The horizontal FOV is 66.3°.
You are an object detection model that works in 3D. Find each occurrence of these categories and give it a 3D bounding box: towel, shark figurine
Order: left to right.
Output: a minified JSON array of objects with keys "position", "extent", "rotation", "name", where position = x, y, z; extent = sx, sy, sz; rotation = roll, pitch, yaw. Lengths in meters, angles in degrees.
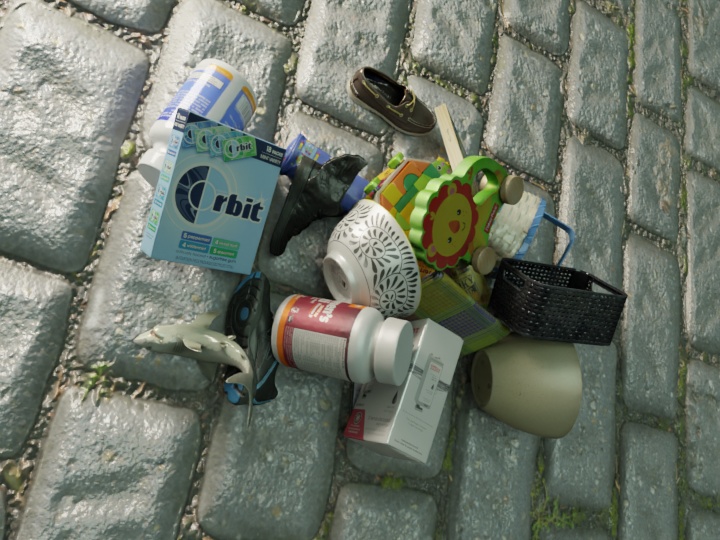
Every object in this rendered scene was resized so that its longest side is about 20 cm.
[{"position":[-0.210,0.137,0.802],"extent":[0.127,0.210,0.092],"rotation":[-29,135,-55],"name":"shark figurine"},{"position":[0.149,0.080,0.953],"extent":[0.198,0.142,0.023],"rotation":[36,44,-25],"name":"towel"}]

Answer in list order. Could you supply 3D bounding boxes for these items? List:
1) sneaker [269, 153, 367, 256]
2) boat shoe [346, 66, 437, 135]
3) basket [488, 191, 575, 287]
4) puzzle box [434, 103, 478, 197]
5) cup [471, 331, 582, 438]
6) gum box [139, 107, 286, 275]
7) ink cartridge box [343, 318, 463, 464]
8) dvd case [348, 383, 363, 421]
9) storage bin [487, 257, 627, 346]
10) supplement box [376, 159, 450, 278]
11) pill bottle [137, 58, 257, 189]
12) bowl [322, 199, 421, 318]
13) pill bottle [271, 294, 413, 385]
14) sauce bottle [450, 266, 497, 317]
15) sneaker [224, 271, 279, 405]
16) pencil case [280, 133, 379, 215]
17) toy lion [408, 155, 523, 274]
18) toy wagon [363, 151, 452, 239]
[{"position":[-0.070,-0.103,0.889],"extent":[0.102,0.060,0.204],"rotation":[21,103,-7],"name":"sneaker"},{"position":[0.070,-0.324,1.056],"extent":[0.196,0.059,0.074],"rotation":[24,69,-20],"name":"boat shoe"},{"position":[0.311,-0.061,1.072],"extent":[0.198,0.139,0.178],"rotation":[34,67,2],"name":"basket"},{"position":[0.186,-0.197,1.022],"extent":[0.134,0.025,0.204],"rotation":[53,23,-46],"name":"puzzle box"},{"position":[0.283,0.198,0.996],"extent":[0.139,0.200,0.207],"rotation":[2,78,-11],"name":"cup"},{"position":[-0.210,-0.107,0.805],"extent":[0.167,0.044,0.205],"rotation":[12,98,-46],"name":"gum box"},{"position":[0.068,0.189,0.884],"extent":[0.082,0.146,0.204],"rotation":[30,67,-20],"name":"ink cartridge box"},{"position":[0.053,0.183,0.970],"extent":[0.145,0.016,0.206],"rotation":[12,75,-25],"name":"dvd case"},{"position":[0.339,0.053,0.959],"extent":[0.194,0.135,0.096],"rotation":[8,107,-19],"name":"storage bin"},{"position":[0.090,-0.075,0.992],"extent":[0.128,0.103,0.206],"rotation":[14,74,-24],"name":"supplement box"},{"position":[-0.251,-0.212,0.844],"extent":[0.111,0.112,0.203],"rotation":[34,67,-16],"name":"pill bottle"},{"position":[0.000,0.000,0.876],"extent":[0.093,0.200,0.205],"rotation":[-25,91,-27],"name":"bowl"},{"position":[-0.026,0.104,0.821],"extent":[0.109,0.195,0.113],"rotation":[8,90,-68],"name":"pill bottle"},{"position":[0.199,0.005,1.053],"extent":[0.064,0.064,0.204],"rotation":[-27,90,-28],"name":"sauce bottle"},{"position":[-0.162,0.106,0.860],"extent":[0.081,0.072,0.206],"rotation":[18,71,-46],"name":"sneaker"},{"position":[-0.047,-0.150,0.952],"extent":[0.197,0.087,0.079],"rotation":[33,92,-16],"name":"pencil case"},{"position":[0.162,-0.093,0.884],"extent":[0.190,0.068,0.204],"rotation":[26,86,-41],"name":"toy lion"},{"position":[0.101,-0.125,0.927],"extent":[0.155,0.039,0.201],"rotation":[46,65,-10],"name":"toy wagon"}]
